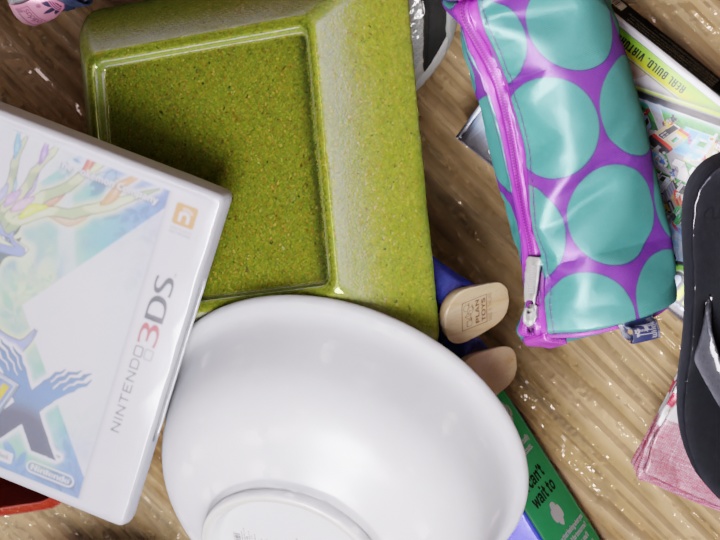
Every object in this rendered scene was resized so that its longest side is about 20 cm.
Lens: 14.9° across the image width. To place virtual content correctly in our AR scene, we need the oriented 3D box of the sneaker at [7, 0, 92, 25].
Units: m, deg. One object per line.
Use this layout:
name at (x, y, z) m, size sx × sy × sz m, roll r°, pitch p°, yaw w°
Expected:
sneaker at (-0.143, -0.162, 1.473) m, size 0.199 × 0.070 × 0.082 m, roll 9°, pitch 65°, yaw 37°

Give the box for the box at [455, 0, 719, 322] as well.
box at (0.161, -0.052, 1.456) m, size 0.200 × 0.035 × 0.110 m, roll 39°, pitch 111°, yaw 5°

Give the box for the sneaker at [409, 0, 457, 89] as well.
sneaker at (-0.037, -0.097, 1.479) m, size 0.199 × 0.088 × 0.076 m, roll -32°, pitch 90°, yaw 19°

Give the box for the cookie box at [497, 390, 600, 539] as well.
cookie box at (0.054, 0.192, 1.524) m, size 0.171 × 0.075 × 0.201 m, roll -32°, pitch 93°, yaw 23°

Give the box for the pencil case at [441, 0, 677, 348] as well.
pencil case at (0.101, -0.061, 1.405) m, size 0.085 × 0.092 × 0.201 m, roll -5°, pitch 102°, yaw 53°

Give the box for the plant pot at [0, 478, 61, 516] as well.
plant pot at (-0.242, 0.022, 1.520) m, size 0.199 × 0.176 × 0.201 m, roll -10°, pitch 100°, yaw 17°

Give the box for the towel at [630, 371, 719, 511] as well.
towel at (0.245, 0.051, 1.435) m, size 0.143 × 0.023 × 0.201 m, roll 21°, pitch 113°, yaw -8°

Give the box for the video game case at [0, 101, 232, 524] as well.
video game case at (-0.182, 0.011, 1.397) m, size 0.199 × 0.022 × 0.183 m, roll 21°, pitch 106°, yaw 10°

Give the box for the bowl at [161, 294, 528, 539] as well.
bowl at (-0.021, 0.115, 1.396) m, size 0.200 × 0.091 × 0.202 m, roll 12°, pitch 135°, yaw 12°

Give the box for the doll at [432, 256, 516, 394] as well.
doll at (0.000, 0.000, 1.470) m, size 0.200 × 0.048 × 0.137 m, roll 26°, pitch 134°, yaw 46°

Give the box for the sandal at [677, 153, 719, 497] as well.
sandal at (0.195, 0.040, 1.380) m, size 0.076 × 0.043 × 0.201 m, roll -15°, pitch 113°, yaw -8°

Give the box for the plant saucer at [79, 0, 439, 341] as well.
plant saucer at (-0.066, -0.050, 1.414) m, size 0.199 × 0.048 × 0.202 m, roll -7°, pitch 86°, yaw 29°
